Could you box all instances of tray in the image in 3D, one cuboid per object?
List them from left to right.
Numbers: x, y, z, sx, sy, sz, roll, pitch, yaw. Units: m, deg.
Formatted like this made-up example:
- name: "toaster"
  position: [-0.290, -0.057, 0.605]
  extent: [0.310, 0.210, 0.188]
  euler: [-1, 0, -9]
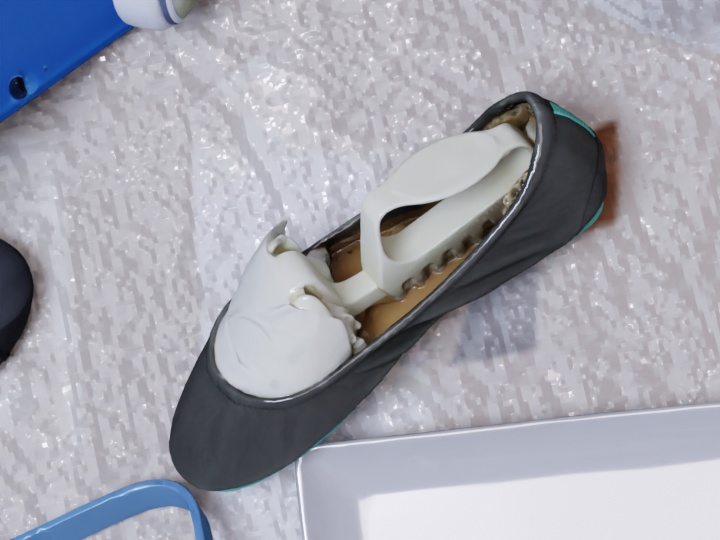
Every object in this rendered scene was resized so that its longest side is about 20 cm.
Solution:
- name: "tray"
  position: [0.079, 0.109, 0.816]
  extent: [0.199, 0.022, 0.108]
  euler: [-6, 83, 5]

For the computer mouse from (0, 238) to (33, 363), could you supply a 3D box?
- name: "computer mouse"
  position: [-0.204, 0.062, 0.843]
  extent: [0.059, 0.034, 0.200]
  euler: [44, 90, 7]

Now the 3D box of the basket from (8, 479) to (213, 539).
- name: "basket"
  position: [-0.117, 0.181, 0.779]
  extent: [0.176, 0.139, 0.200]
  euler: [-23, 48, 2]

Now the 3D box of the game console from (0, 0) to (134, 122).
- name: "game console"
  position: [-0.208, -0.122, 0.820]
  extent: [0.170, 0.119, 0.200]
  euler: [21, 45, 32]

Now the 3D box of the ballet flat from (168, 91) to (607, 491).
- name: "ballet flat"
  position: [0.000, 0.000, 0.810]
  extent: [0.200, 0.068, 0.068]
  euler: [-39, 53, -2]

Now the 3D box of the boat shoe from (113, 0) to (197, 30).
- name: "boat shoe"
  position: [-0.047, -0.186, 0.836]
  extent: [0.062, 0.072, 0.201]
  euler: [12, 83, 9]
